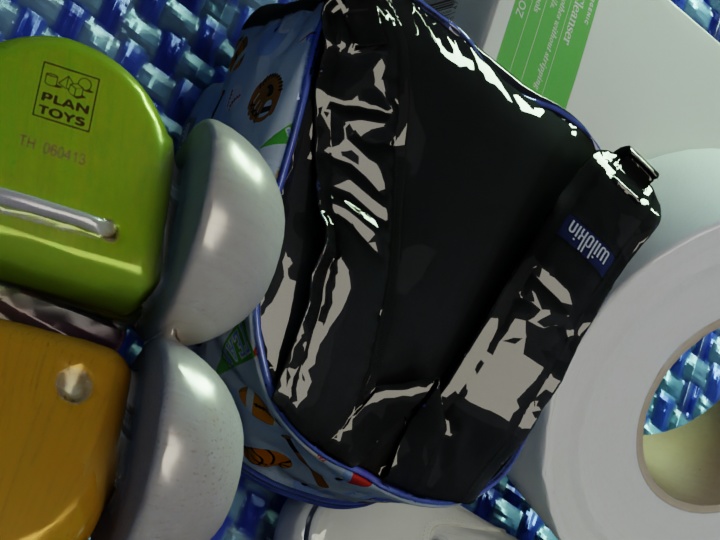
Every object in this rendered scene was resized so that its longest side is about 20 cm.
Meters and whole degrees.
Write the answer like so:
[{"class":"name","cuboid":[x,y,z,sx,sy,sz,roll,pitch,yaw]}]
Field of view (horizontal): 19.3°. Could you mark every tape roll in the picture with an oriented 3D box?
[{"class":"tape roll","cuboid":[0.156,0.049,0.974,0.201,0.071,0.204,-11,120,-19]}]

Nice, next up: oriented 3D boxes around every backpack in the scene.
[{"class":"backpack","cuboid":[0.000,0.000,0.866,0.199,0.154,0.192,30,60,-27]}]

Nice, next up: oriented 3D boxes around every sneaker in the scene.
[{"class":"sneaker","cuboid":[0.052,0.137,0.948,0.199,0.070,0.074,22,73,-36]}]

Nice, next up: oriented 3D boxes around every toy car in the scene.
[{"class":"toy car","cuboid":[-0.131,0.020,0.755,0.174,0.150,0.202,16,69,-17]}]

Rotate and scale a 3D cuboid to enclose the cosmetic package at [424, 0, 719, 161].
[{"class":"cosmetic package","cuboid":[0.106,-0.078,1.002,0.199,0.084,0.108,31,66,-33]}]
